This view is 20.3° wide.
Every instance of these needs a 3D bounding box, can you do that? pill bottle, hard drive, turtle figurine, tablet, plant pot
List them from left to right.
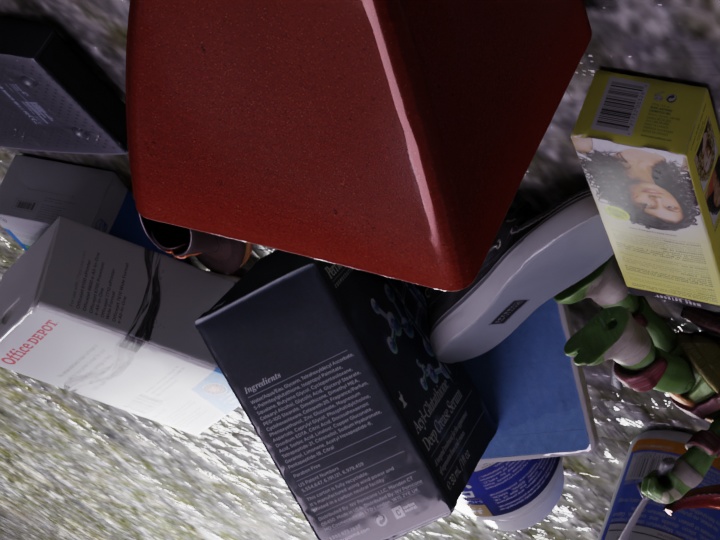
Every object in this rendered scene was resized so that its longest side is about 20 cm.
[{"bbox_3d":[-0.270,-0.138,1.471,0.199,0.043,0.135,7,154,35],"label":"hard drive"},{"bbox_3d":[-0.009,-0.138,1.033,0.199,0.201,0.177,14,145,21],"label":"plant pot"},{"bbox_3d":[0.077,0.082,1.507,0.199,0.131,0.014,-9,-170,33],"label":"tablet"},{"bbox_3d":[0.101,0.136,1.649,0.119,0.120,0.200,11,156,27],"label":"pill bottle"},{"bbox_3d":[0.192,0.087,1.415,0.199,0.145,0.194,-6,141,45],"label":"turtle figurine"},{"bbox_3d":[0.245,0.242,1.647,0.111,0.201,0.112,19,159,8],"label":"pill bottle"}]

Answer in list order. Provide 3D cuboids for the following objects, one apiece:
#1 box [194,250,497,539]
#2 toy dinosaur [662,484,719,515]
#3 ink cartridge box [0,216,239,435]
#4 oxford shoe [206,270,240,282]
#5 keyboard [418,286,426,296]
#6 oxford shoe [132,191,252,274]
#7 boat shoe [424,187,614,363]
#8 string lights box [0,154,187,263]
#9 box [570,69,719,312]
[{"bbox_3d":[-0.006,0.078,1.434,0.107,0.148,0.201,-27,99,23],"label":"box"},{"bbox_3d":[0.357,0.184,1.487,0.182,0.200,0.105,51,-179,13],"label":"toy dinosaur"},{"bbox_3d":[-0.186,0.048,1.622,0.199,0.084,0.145,21,152,-21],"label":"ink cartridge box"},{"bbox_3d":[-0.099,0.061,1.757,0.075,0.058,0.200,18,157,18],"label":"oxford shoe"},{"bbox_3d":[0.000,0.000,1.521,0.199,0.021,0.127,24,142,-3],"label":"keyboard"},{"bbox_3d":[-0.135,-0.038,1.532,0.071,0.073,0.200,13,157,21],"label":"oxford shoe"},{"bbox_3d":[0.106,-0.010,1.363,0.070,0.067,0.200,-2,151,-33],"label":"boat shoe"},{"bbox_3d":[-0.216,-0.015,1.688,0.102,0.059,0.200,11,156,26],"label":"string lights box"},{"bbox_3d":[0.187,-0.044,1.232,0.075,0.050,0.200,12,157,25],"label":"box"}]
